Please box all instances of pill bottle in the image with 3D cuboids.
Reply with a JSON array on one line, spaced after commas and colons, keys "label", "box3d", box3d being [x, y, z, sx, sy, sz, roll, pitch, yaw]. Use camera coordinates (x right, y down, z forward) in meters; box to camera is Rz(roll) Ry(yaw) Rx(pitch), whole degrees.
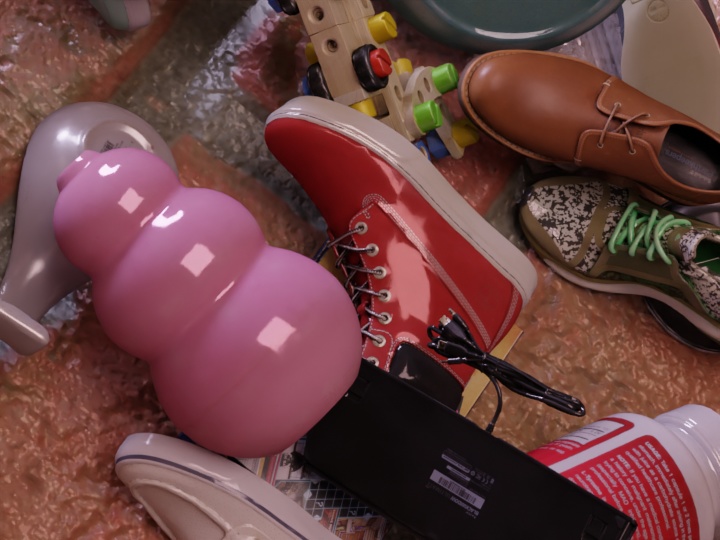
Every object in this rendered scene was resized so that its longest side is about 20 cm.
[{"label": "pill bottle", "box3d": [0.143, 0.155, 1.447, 0.200, 0.112, 0.112, -21, 81, -29]}]

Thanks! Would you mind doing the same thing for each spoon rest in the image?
[{"label": "spoon rest", "box3d": [-0.174, -0.024, 1.404, 0.099, 0.061, 0.200, 37, 47, -11]}]

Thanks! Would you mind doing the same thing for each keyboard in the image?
[{"label": "keyboard", "box3d": [0.070, 0.104, 1.355, 0.200, 0.021, 0.127, 30, 101, 19]}]

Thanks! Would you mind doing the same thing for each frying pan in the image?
[{"label": "frying pan", "box3d": [0.276, 0.005, 1.616, 0.190, 0.031, 0.115, 7, 69, -19]}]

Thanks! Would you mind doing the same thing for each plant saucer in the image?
[{"label": "plant saucer", "box3d": [0.103, -0.223, 1.506, 0.200, 0.200, 0.027, 15, 27, -20]}]

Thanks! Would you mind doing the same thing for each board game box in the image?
[{"label": "board game box", "box3d": [-0.003, 0.070, 1.454, 0.135, 0.035, 0.200, 41, 60, -7]}]

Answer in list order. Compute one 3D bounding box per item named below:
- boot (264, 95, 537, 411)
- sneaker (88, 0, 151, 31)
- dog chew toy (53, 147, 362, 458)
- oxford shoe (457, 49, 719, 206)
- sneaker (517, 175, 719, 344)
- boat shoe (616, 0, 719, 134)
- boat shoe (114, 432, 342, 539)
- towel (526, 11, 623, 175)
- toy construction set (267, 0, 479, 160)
[{"label": "boot", "box3d": [0.000, 0.000, 1.422, 0.200, 0.072, 0.144, 41, 61, -11]}, {"label": "sneaker", "box3d": [-0.224, -0.201, 1.439, 0.118, 0.074, 0.200, -42, 107, -8]}, {"label": "dog chew toy", "box3d": [-0.094, 0.011, 1.339, 0.200, 0.125, 0.125, 46, 59, -4]}, {"label": "oxford shoe", "box3d": [0.160, -0.094, 1.504, 0.200, 0.071, 0.071, 17, 89, -15]}, {"label": "sneaker", "box3d": [0.200, -0.018, 1.531, 0.200, 0.089, 0.077, 22, 71, 5]}, {"label": "boat shoe", "box3d": [0.204, -0.171, 1.585, 0.063, 0.071, 0.200, -21, 92, -68]}, {"label": "boat shoe", "box3d": [-0.065, 0.171, 1.372, 0.200, 0.071, 0.070, 37, 58, -16]}, {"label": "towel", "box3d": [0.146, -0.164, 1.611, 0.133, 0.034, 0.200, -13, 77, -29]}, {"label": "toy construction set", "box3d": [-0.005, -0.149, 1.488, 0.200, 0.092, 0.131, 56, 23, 3]}]
